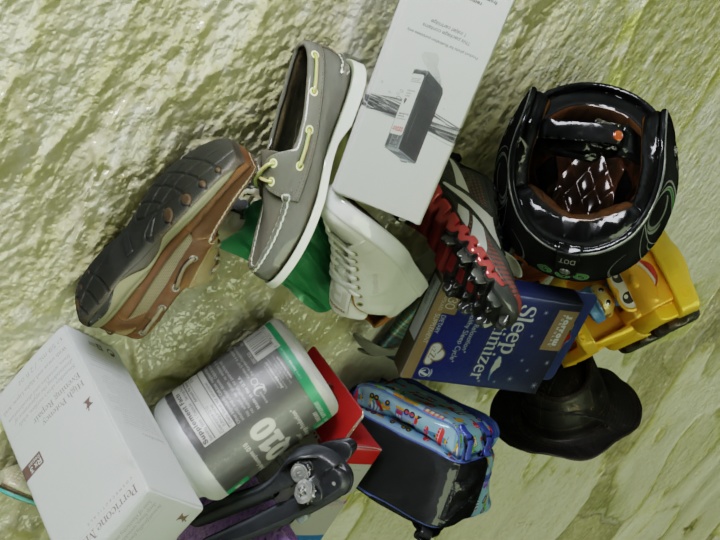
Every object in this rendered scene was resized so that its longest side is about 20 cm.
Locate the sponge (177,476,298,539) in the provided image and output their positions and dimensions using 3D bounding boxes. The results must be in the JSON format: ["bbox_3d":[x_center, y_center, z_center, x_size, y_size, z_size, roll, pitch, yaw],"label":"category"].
[{"bbox_3d":[-0.124,0.286,1.042,0.112,0.200,0.030,-47,142,5],"label":"sponge"}]

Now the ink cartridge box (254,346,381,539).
[{"bbox_3d":[-0.056,0.196,1.085,0.067,0.116,0.202,16,114,-46],"label":"ink cartridge box"}]

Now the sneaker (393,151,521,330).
[{"bbox_3d":[0.103,-0.037,0.951,0.097,0.202,0.071,-19,151,-26],"label":"sneaker"}]

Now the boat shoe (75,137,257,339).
[{"bbox_3d":[-0.154,-0.022,0.844,0.200,0.076,0.073,-44,128,16],"label":"boat shoe"}]

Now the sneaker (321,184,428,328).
[{"bbox_3d":[0.000,0.000,0.907,0.085,0.073,0.200,-45,147,-3],"label":"sneaker"}]

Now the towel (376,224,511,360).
[{"bbox_3d":[0.116,0.034,1.162,0.201,0.022,0.146,-49,140,9],"label":"towel"}]

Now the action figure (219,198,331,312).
[{"bbox_3d":[-0.050,-0.018,0.952,0.118,0.055,0.200,-43,136,-3],"label":"action figure"}]

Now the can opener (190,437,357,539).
[{"bbox_3d":[-0.087,0.228,0.995,0.198,0.064,0.078,-33,162,19],"label":"can opener"}]

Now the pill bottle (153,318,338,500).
[{"bbox_3d":[-0.129,0.148,0.986,0.199,0.113,0.114,-35,140,-8],"label":"pill bottle"}]

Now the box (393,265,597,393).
[{"bbox_3d":[0.145,0.065,1.033,0.197,0.033,0.123,8,122,-25],"label":"box"}]

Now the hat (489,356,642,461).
[{"bbox_3d":[0.255,0.146,1.263,0.198,0.200,0.082,-20,120,-24],"label":"hat"}]

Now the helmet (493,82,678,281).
[{"bbox_3d":[0.221,-0.091,1.000,0.201,0.200,0.191,-49,171,8],"label":"helmet"}]

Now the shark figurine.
[{"bbox_3d":[0.086,0.019,1.064,0.217,0.127,0.090,-64,179,12],"label":"shark figurine"}]

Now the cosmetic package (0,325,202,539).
[{"bbox_3d":[-0.222,0.153,0.844,0.102,0.200,0.074,-47,140,6],"label":"cosmetic package"}]

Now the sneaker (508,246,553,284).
[{"bbox_3d":[0.183,-0.002,1.125,0.202,0.075,0.092,-56,-179,-5],"label":"sneaker"}]

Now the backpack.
[{"bbox_3d":[0.076,0.207,1.163,0.199,0.181,0.137,8,104,-59],"label":"backpack"}]

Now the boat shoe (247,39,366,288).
[{"bbox_3d":[-0.057,-0.089,0.834,0.060,0.072,0.205,23,80,-27],"label":"boat shoe"}]

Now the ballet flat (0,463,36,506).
[{"bbox_3d":[-0.269,0.207,0.977,0.200,0.067,0.063,44,65,-54],"label":"ballet flat"}]

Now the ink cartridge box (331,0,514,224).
[{"bbox_3d":[0.054,-0.161,0.834,0.082,0.145,0.202,22,118,-2],"label":"ink cartridge box"}]

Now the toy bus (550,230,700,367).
[{"bbox_3d":[0.265,0.040,1.165,0.189,0.138,0.200,-23,170,-11],"label":"toy bus"}]
